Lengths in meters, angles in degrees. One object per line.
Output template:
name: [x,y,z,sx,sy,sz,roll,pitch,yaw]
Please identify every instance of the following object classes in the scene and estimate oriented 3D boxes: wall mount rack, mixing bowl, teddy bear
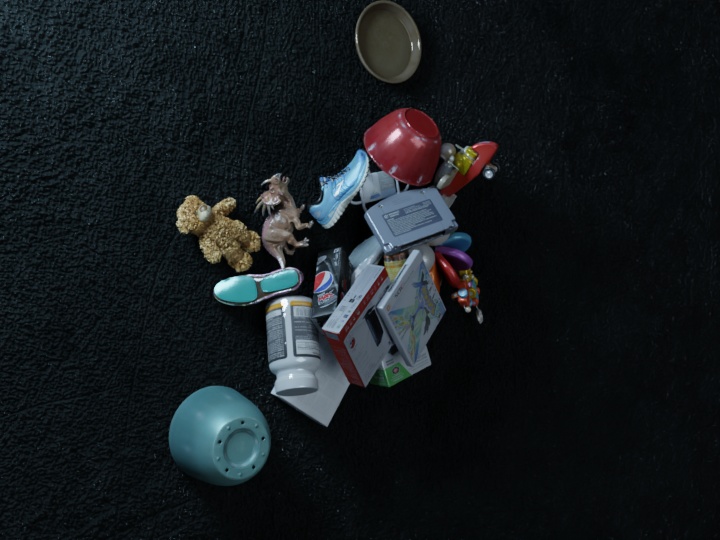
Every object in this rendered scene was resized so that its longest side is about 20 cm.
wall mount rack: [0.064,-0.180,1.757,0.198,0.074,0.176,-17,101,-30]
mixing bowl: [0.119,-0.312,1.713,0.198,0.109,0.202,20,44,-20]
teddy bear: [-0.295,-0.083,1.531,0.145,0.066,0.201,-47,114,-26]

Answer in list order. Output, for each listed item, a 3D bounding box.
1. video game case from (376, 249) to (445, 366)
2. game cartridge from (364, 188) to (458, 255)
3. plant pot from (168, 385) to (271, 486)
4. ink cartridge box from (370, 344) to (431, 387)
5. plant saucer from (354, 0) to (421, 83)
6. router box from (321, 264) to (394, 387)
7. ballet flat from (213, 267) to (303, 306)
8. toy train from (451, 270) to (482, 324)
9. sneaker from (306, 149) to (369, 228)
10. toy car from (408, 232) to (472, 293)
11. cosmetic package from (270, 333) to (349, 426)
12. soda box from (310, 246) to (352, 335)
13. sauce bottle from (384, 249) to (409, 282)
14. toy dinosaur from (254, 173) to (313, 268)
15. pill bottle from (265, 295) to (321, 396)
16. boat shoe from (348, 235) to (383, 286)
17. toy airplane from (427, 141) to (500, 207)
video game case: [0.121,0.088,1.649,0.183,0.022,0.201,-55,134,-31]
game cartridge: [0.115,-0.122,1.686,0.198,0.042,0.134,-19,61,-21]
plant pot: [-0.278,0.352,1.490,0.198,0.160,0.204,0,90,-32]
ink cartridge box: [0.073,0.161,1.759,0.145,0.084,0.202,-23,101,-31]
plant saucer: [0.066,-0.564,1.783,0.198,0.029,0.203,-1,91,-32]
router box: [0.014,0.120,1.577,0.201,0.048,0.181,-55,138,-32]
ballet flat: [-0.218,0.039,1.567,0.197,0.071,0.070,-13,76,2]
toy train: [0.267,0.061,1.852,0.200,0.055,0.152,48,37,-60]
sneaker: [-0.051,-0.198,1.658,0.089,0.078,0.201,34,95,-14]
toy car: [0.201,-0.028,1.771,0.201,0.149,0.175,-59,153,-14]
cosmetic package: [-0.095,0.236,1.671,0.150,0.051,0.201,39,71,-28]
soda box: [-0.063,0.044,1.616,0.202,0.063,0.071,-86,156,-43]
sauce bottle: [0.101,0.054,1.690,0.065,0.066,0.203,-17,98,-31]
toy dinosaur: [-0.184,-0.104,1.595,0.134,0.086,0.203,16,87,-31]
pill bottle: [-0.146,0.165,1.568,0.115,0.116,0.203,6,68,-32]
boat shoe: [0.000,0.000,1.729,0.200,0.073,0.067,-46,128,-14]
toy airplane: [0.238,-0.253,1.819,0.198,0.200,0.142,-37,93,-15]
